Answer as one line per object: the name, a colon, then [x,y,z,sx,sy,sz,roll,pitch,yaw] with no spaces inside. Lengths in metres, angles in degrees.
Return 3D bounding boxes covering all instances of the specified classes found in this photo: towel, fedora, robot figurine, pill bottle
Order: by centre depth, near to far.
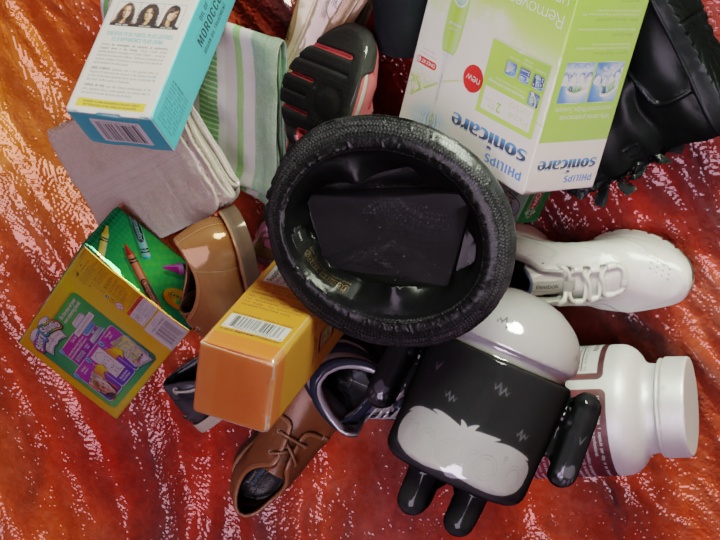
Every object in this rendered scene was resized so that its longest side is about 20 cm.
fedora: [0.032,-0.039,1.396,0.200,0.092,0.201,7,110,19]
robot figurine: [0.098,0.111,1.461,0.150,0.125,0.201,23,90,-32]
towel: [-0.141,-0.146,1.526,0.200,0.023,0.153,22,126,33]
pill bottle: [0.184,0.121,1.553,0.199,0.113,0.113,-4,114,19]
towel: [-0.186,-0.093,1.556,0.200,0.034,0.133,-18,105,50]

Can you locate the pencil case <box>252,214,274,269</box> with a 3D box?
pencil case: [0.000,0.000,1.564,0.200,0.087,0.083,30,99,1]

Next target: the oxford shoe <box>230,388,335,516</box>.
oxford shoe: [-0.059,0.150,1.652,0.071,0.071,0.200,26,120,-8]

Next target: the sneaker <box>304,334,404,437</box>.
sneaker: [0.024,0.106,1.557,0.200,0.109,0.070,24,105,-29]

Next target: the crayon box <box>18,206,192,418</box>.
crayon box: [-0.220,0.042,1.628,0.119,0.058,0.200,39,142,-4]

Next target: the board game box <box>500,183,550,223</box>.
board game box: [0.131,-0.157,1.440,0.135,0.029,0.200,46,126,33]

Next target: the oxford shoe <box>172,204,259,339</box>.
oxford shoe: [-0.115,0.041,1.538,0.071,0.071,0.200,-21,120,-13]

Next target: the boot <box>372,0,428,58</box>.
boot: [0.061,-0.281,1.409,0.076,0.200,0.168,24,156,26]

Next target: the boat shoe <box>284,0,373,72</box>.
boat shoe: [-0.028,-0.168,1.499,0.069,0.074,0.200,23,119,12]

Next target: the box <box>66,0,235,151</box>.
box: [-0.158,-0.196,1.455,0.082,0.200,0.049,8,155,25]

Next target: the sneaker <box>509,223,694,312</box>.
sneaker: [0.177,0.007,1.514,0.199,0.087,0.075,4,109,13]

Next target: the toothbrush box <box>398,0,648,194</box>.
toothbrush box: [0.125,-0.178,1.359,0.146,0.086,0.201,35,121,40]

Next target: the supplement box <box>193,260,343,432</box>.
supplement box: [-0.064,0.049,1.442,0.069,0.200,0.067,16,117,15]

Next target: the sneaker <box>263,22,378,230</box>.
sneaker: [-0.019,-0.111,1.476,0.074,0.087,0.201,32,119,30]

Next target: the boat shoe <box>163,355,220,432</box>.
boat shoe: [-0.107,0.073,1.641,0.063,0.073,0.200,42,124,-9]

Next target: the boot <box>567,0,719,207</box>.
boot: [0.201,-0.161,1.440,0.162,0.073,0.199,-21,102,33]
